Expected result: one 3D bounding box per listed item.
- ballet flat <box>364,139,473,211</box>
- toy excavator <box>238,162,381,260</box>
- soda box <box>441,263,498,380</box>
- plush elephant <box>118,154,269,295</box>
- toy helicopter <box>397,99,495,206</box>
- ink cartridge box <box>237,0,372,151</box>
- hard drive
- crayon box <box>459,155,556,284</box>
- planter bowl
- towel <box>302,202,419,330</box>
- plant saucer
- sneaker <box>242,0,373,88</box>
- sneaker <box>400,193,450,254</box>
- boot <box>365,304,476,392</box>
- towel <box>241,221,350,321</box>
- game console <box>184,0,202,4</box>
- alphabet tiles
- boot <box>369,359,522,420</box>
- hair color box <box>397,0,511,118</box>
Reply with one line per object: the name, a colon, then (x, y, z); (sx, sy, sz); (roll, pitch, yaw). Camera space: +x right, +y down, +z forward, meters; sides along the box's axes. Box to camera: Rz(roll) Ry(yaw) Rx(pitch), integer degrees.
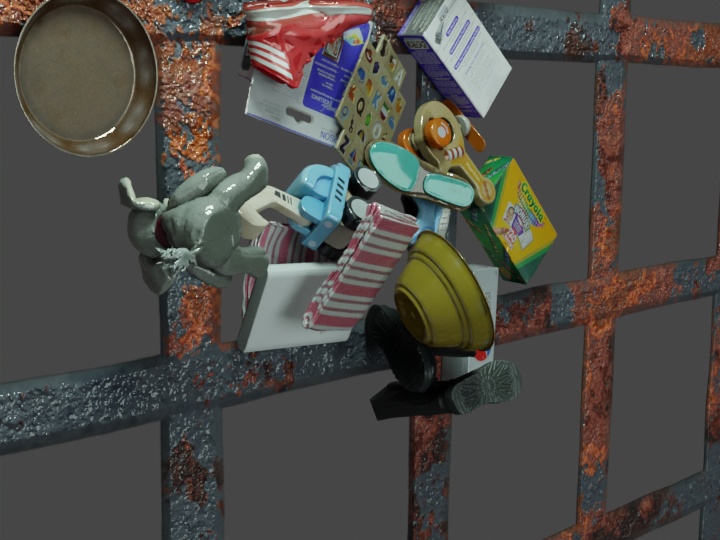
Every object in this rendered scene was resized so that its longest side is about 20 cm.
ballet flat: (0.083, -0.145, 1.786); (0.198, 0.072, 0.069); (19, 84, -21)
toy excavator: (-0.086, -0.092, 1.627); (0.199, 0.100, 0.196); (27, 45, -17)
soda box: (0.185, 0.093, 1.954); (0.068, 0.063, 0.203); (-4, 99, -43)
plush elephant: (-0.228, -0.056, 1.476); (0.199, 0.154, 0.166); (-30, 126, -45)
toy helicopter: (0.157, -0.190, 1.853); (0.200, 0.078, 0.133); (49, 50, -23)
ink cartridge box: (-0.082, -0.293, 1.640); (0.197, 0.043, 0.202); (16, 85, -44)
hard drive: (-0.079, 0.050, 1.666); (0.199, 0.026, 0.133); (-3, 121, -43)
crayon box: (0.257, -0.087, 1.995); (0.119, 0.058, 0.200); (-55, 129, -23)
planter bowl: (0.106, 0.049, 1.687); (0.083, 0.200, 0.202); (-29, 118, -17)
towel: (0.000, 0.000, 1.631); (0.201, 0.030, 0.146); (-57, 157, 10)
plant saucer: (-0.339, -0.241, 1.404); (0.199, 0.034, 0.203); (-10, 105, -43)
sneaker: (-0.073, -0.314, 1.579); (0.198, 0.078, 0.117); (-9, 112, -29)
sneaker: (0.088, -0.036, 1.831); (0.089, 0.078, 0.202); (9, 74, -31)
boot: (0.112, 0.118, 1.800); (0.161, 0.199, 0.074); (7, 119, -33)
towel: (-0.089, 0.006, 1.693); (0.199, 0.030, 0.148); (3, 96, -45)
game console: (-0.245, -0.477, 1.467); (0.199, 0.118, 0.174); (27, 47, -44)
alphabet tiles: (0.017, -0.244, 1.733); (0.167, 0.006, 0.202); (49, 59, -55)
boot: (0.135, 0.193, 1.824); (0.164, 0.199, 0.066); (-10, 85, -39)
hair color box: (0.154, -0.351, 1.848); (0.200, 0.064, 0.110); (47, 65, -40)
